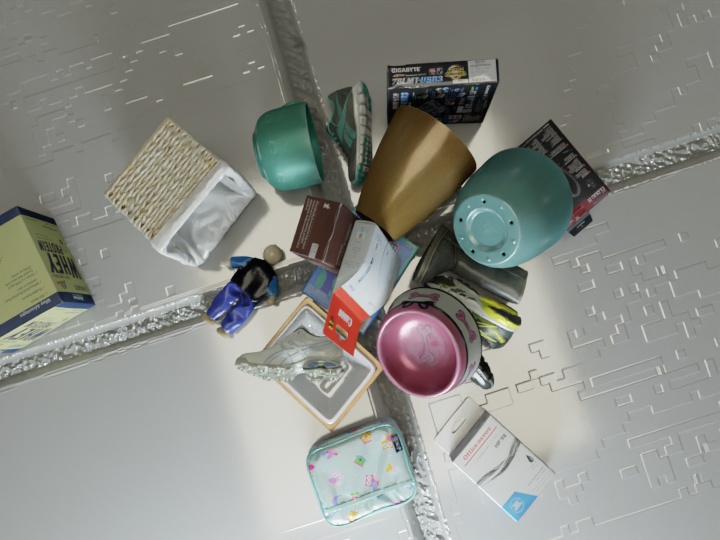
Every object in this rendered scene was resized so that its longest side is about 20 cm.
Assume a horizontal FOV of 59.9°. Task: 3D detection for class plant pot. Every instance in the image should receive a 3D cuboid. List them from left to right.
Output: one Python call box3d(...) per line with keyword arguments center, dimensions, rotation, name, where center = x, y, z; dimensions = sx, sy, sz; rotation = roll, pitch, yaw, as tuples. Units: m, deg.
box3d(center=(0.083, -0.163, 1.152), dimensions=(0.185, 0.186, 0.201), rotation=(37, 85, 5), name="plant pot")
box3d(center=(0.255, -0.099, 1.107), dimensions=(0.198, 0.160, 0.205), rotation=(17, 121, 31), name="plant pot")

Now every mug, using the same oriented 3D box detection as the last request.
box3d(center=(-0.140, -0.236, 1.203), dimensions=(0.112, 0.186, 0.155), rotation=(-12, 109, 4), name="mug")

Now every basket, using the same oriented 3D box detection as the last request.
box3d(center=(-0.331, -0.139, 1.168), dimensions=(0.160, 0.198, 0.201), rotation=(38, 88, 9), name="basket")

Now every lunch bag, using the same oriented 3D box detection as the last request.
box3d(center=(0.007, 0.377, 1.166), dimensions=(0.196, 0.077, 0.164), rotation=(-19, 84, 0), name="lunch bag")

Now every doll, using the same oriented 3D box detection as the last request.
box3d(center=(-0.226, 0.030, 1.221), dimensions=(0.136, 0.048, 0.201), rotation=(41, 88, 4), name="doll")

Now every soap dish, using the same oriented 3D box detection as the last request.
box3d(center=(-0.077, 0.176, 1.186), dimensions=(0.199, 0.081, 0.158), rotation=(41, 88, 5), name="soap dish")

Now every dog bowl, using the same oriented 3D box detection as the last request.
box3d(center=(0.115, 0.138, 1.126), dimensions=(0.196, 0.073, 0.205), rotation=(10, 111, 27), name="dog bowl")

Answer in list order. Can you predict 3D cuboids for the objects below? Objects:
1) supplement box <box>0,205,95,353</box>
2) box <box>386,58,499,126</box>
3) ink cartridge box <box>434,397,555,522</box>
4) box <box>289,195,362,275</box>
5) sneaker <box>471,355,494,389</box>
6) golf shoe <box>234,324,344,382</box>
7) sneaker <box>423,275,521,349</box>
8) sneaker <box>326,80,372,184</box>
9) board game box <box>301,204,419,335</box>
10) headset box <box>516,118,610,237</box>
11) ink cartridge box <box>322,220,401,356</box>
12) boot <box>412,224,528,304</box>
box3d(center=(-0.662, 0.024, 1.195), dimensions=(0.197, 0.134, 0.203), rotation=(-29, 84, -1), name="supplement box")
box3d(center=(0.145, -0.325, 1.162), dimensions=(0.193, 0.200, 0.051), rotation=(-1, 83, 3), name="box")
box3d(center=(0.246, 0.348, 1.165), dimensions=(0.199, 0.067, 0.116), rotation=(41, 88, 5), name="ink cartridge box")
box3d(center=(-0.041, -0.049, 1.097), dimensions=(0.074, 0.200, 0.102), rotation=(16, 84, 21), name="box")
box3d(center=(0.170, 0.159, 1.193), dimensions=(0.200, 0.075, 0.080), rotation=(44, 106, 8), name="sneaker")
box3d(center=(-0.126, 0.148, 1.125), dimensions=(0.195, 0.079, 0.099), rotation=(2, 67, -3), name="golf shoe")
box3d(center=(0.202, 0.082, 1.186), dimensions=(0.197, 0.074, 0.086), rotation=(29, 115, 18), name="sneaker")
box3d(center=(-0.025, -0.268, 1.237), dimensions=(0.089, 0.077, 0.205), rotation=(-3, 81, 18), name="sneaker")
box3d(center=(0.000, 0.000, 1.216), dimensions=(0.151, 0.045, 0.202), rotation=(34, 87, 5), name="board game box")
box3d(center=(0.366, -0.159, 1.200), dimensions=(0.148, 0.075, 0.201), rotation=(-39, 84, -1), name="headset box")
box3d(center=(0.007, 0.039, 1.092), dimensions=(0.046, 0.160, 0.204), rotation=(9, 72, 23), name="ink cartridge box")
box3d(center=(0.209, 0.009, 1.164), dimensions=(0.198, 0.073, 0.182), rotation=(35, 46, 2), name="boot")
